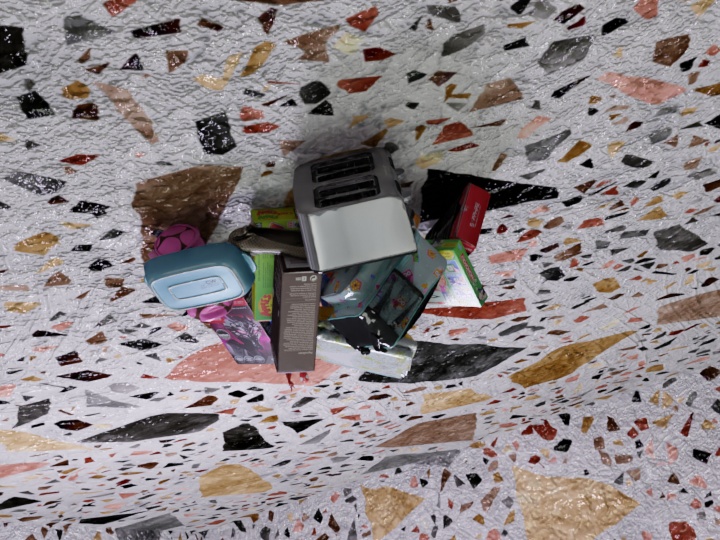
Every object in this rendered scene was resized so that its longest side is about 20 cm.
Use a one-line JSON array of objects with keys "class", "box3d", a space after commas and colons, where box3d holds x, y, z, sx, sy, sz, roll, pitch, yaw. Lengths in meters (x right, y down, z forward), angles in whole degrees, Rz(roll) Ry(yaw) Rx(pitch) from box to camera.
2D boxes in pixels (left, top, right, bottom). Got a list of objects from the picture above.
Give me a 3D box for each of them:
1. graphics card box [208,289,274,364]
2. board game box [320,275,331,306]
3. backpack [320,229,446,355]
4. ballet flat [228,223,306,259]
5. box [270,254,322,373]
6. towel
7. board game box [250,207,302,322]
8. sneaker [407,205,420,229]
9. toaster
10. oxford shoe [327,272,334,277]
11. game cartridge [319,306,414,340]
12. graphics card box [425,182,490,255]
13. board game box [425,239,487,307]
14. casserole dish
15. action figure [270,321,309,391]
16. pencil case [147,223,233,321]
[{"class": "graphics card box", "box3d": [-0.229, 0.105, 1.888, 0.124, 0.051, 0.201, -3, 135, 27]}, {"class": "board game box", "box3d": [-0.018, 0.028, 1.865, 0.133, 0.045, 0.201, -15, 131, 7]}, {"class": "backpack", "box3d": [0.041, 0.020, 1.587, 0.200, 0.154, 0.176, -44, -172, -21]}, {"class": "ballet flat", "box3d": [-0.121, -0.053, 1.599, 0.198, 0.068, 0.047, 2, 118, -8]}, {"class": "box", "box3d": [-0.113, 0.066, 1.646, 0.074, 0.100, 0.202, -3, 119, -12]}, {"class": "towel", "box3d": [0.004, 0.144, 1.782, 0.198, 0.049, 0.171, 13, 160, 1]}, {"class": "board game box", "box3d": [-0.140, -0.010, 1.682, 0.101, 0.048, 0.202, -4, 120, -12]}, {"class": "sneaker", "box3d": [0.008, -0.084, 1.710, 0.199, 0.079, 0.077, -19, 127, 29]}, {"class": "toaster", "box3d": [-0.017, -0.093, 1.498, 0.198, 0.181, 0.119, -12, 122, 2]}, {"class": "oxford shoe", "box3d": [0.000, 0.000, 1.706, 0.199, 0.073, 0.071, 33, 165, -8]}, {"class": "game cartridge", "box3d": [-0.014, 0.111, 1.809, 0.198, 0.033, 0.176, 3, 161, 21]}, {"class": "graphics card box", "box3d": [0.162, -0.054, 1.745, 0.051, 0.126, 0.200, 24, 147, -9]}, {"class": "board game box", "box3d": [0.114, 0.004, 1.704, 0.199, 0.029, 0.135, 1, 134, 41]}, {"class": "casserole dish", "box3d": [-0.270, 0.016, 1.598, 0.198, 0.039, 0.122, -12, 138, 13]}, {"class": "action figure", "box3d": [-0.132, 0.146, 1.843, 0.065, 0.099, 0.201, -21, 119, -5]}, {"class": "pencil case", "box3d": [-0.294, 0.009, 1.679, 0.094, 0.091, 0.201, -42, 139, -18]}]
